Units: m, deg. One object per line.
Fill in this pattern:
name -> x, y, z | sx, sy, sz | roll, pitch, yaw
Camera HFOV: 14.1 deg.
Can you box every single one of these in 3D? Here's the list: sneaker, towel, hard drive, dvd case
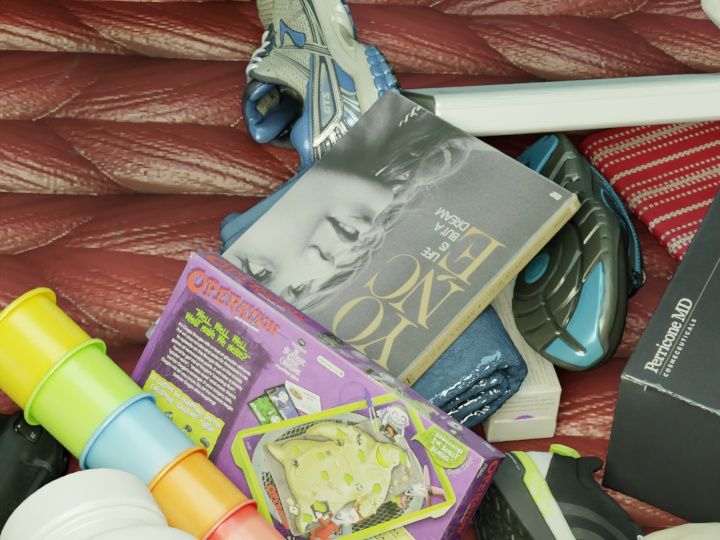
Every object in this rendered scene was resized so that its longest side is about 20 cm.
sneaker -> 0.127, 0.156, 1.471 | 0.083, 0.072, 0.200 | -8, 46, -21
towel -> 0.005, 0.021, 1.593 | 0.111, 0.049, 0.200 | -32, 48, -3
sneaker -> 0.130, -0.003, 1.612 | 0.082, 0.073, 0.200 | 40, 24, -23
hard drive -> 0.131, -0.098, 1.704 | 0.199, 0.027, 0.132 | -4, 5, -7
sneaker -> -0.037, -0.119, 1.731 | 0.085, 0.077, 0.200 | -24, 34, -7
dvd case -> 0.000, 0.000, 1.569 | 0.149, 0.016, 0.200 | 32, 71, 37
towel -> 0.239, -0.033, 1.727 | 0.144, 0.023, 0.200 | -18, 47, -23

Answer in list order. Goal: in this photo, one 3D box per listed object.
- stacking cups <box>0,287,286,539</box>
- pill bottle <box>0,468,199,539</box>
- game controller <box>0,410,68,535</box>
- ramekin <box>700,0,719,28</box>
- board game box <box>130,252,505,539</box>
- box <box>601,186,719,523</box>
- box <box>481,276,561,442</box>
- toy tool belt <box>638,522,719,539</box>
stacking cups -> -0.109, 0.092, 1.478 | 0.200, 0.061, 0.060 | 40, 51, 18
pill bottle -> -0.100, 0.191, 1.370 | 0.111, 0.111, 0.200 | -13, 47, -21
game controller -> -0.227, 0.138, 1.470 | 0.104, 0.042, 0.200 | 7, 40, 20
ramekin -> 0.294, -0.134, 1.721 | 0.098, 0.200, 0.201 | -47, 56, 6
board game box -> -0.033, 0.091, 1.486 | 0.200, 0.120, 0.032 | 35, 21, 25
box -> 0.253, 0.049, 1.562 | 0.182, 0.104, 0.200 | 23, 54, 14
box -> 0.068, 0.011, 1.640 | 0.041, 0.039, 0.200 | -6, 45, -12
toy tool belt -> 0.142, 0.205, 1.310 | 0.123, 0.125, 0.200 | 2, 48, -41
